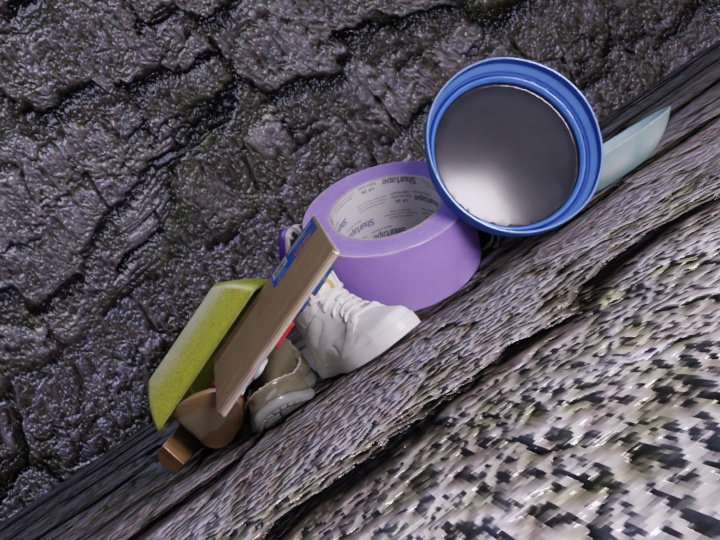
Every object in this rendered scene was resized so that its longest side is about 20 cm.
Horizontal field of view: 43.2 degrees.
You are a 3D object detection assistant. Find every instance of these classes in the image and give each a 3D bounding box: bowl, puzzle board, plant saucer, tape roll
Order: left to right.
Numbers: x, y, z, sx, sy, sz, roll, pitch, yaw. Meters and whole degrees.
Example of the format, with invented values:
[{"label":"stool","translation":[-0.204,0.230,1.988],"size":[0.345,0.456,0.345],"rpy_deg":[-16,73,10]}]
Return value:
[{"label":"plant saucer","translation":[-0.184,0.084,1.104],"size":[0.201,0.048,0.200],"rpy_deg":[-56,-1,2]},{"label":"puzzle board","translation":[-0.090,0.044,0.948],"size":[0.201,0.017,0.151],"rpy_deg":[-54,17,7]},{"label":"tape roll","translation":[0.037,-0.041,1.063],"size":[0.198,0.086,0.201],"rpy_deg":[-12,34,8]},{"label":"bowl","translation":[0.164,-0.133,0.992],"size":[0.200,0.201,0.039],"rpy_deg":[-33,-7,-14]},{"label":"plant saucer","translation":[0.209,-0.129,1.121],"size":[0.200,0.032,0.201],"rpy_deg":[-47,-14,-15]},{"label":"plant saucer","translation":[0.297,-0.128,1.109],"size":[0.200,0.039,0.201],"rpy_deg":[-33,2,1]}]

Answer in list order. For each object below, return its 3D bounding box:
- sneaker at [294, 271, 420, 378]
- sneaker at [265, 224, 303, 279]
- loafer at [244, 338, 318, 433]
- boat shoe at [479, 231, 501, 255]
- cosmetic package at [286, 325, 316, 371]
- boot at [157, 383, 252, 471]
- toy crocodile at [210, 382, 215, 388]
[{"label":"sneaker","translation":[-0.022,0.043,0.956],"size":[0.073,0.116,0.200],"rpy_deg":[-31,1,-32]},{"label":"sneaker","translation":[-0.111,0.021,1.316],"size":[0.081,0.083,0.201],"rpy_deg":[-53,-25,-48]},{"label":"loafer","translation":[-0.093,0.116,0.962],"size":[0.075,0.070,0.200],"rpy_deg":[-33,1,1]},{"label":"boat shoe","translation":[0.153,-0.044,1.215],"size":[0.199,0.073,0.071],"rpy_deg":[-33,24,-36]},{"label":"cosmetic package","translation":[-0.041,0.054,1.219],"size":[0.085,0.108,0.200],"rpy_deg":[-33,2,31]},{"label":"boot","translation":[-0.158,0.149,1.070],"size":[0.201,0.071,0.144],"rpy_deg":[-44,4,45]},{"label":"toy crocodile","translation":[-0.209,0.158,1.274],"size":[0.201,0.067,0.062],"rpy_deg":[-58,-7,37]}]
